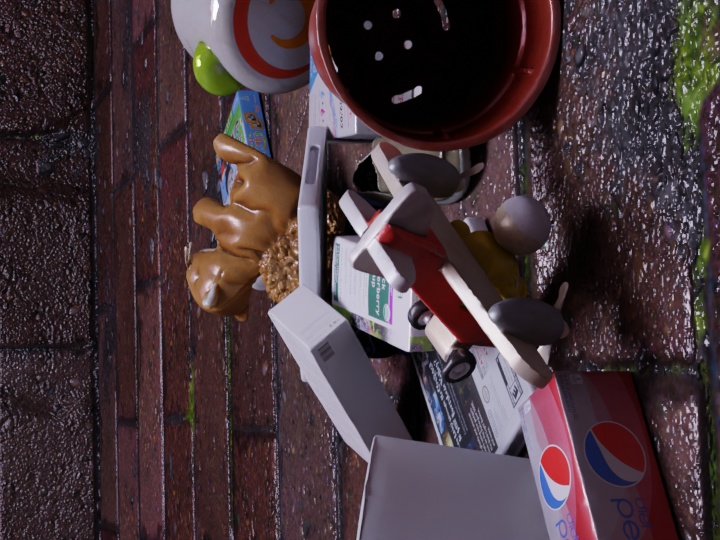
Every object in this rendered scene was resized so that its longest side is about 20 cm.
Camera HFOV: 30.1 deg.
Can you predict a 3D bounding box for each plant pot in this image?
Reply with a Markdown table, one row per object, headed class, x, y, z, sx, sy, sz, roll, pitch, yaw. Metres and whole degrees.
| class | x | y | z | sx | sy | sz | roll | pitch | yaw |
| --- | --- | --- | --- | --- | --- | --- | --- | --- | --- |
| plant pot | 0.043 | -0.206 | 1.140 | 0.195 | 0.198 | 0.203 | -150 | 61 | -76 |

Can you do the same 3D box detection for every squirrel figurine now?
| class | x | y | z | sx | sy | sz | roll | pitch | yaw |
| --- | --- | --- | --- | --- | --- | --- | --- | --- | --- |
| squirrel figurine | -0.110 | -0.023 | 1.540 | 0.188 | 0.199 | 0.141 | -62 | -22 | -3 |

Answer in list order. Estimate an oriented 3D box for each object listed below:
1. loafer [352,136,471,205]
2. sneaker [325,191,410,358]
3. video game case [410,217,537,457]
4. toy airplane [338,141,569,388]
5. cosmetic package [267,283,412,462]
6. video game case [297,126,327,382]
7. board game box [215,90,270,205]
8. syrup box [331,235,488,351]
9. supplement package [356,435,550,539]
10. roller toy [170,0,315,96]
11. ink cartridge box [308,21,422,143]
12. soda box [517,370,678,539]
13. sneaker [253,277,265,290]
| class | x | y | z | sx | sy | sz | roll | pitch | yaw |
| --- | --- | --- | --- | --- | --- | --- | --- | --- | --- |
| loafer | 0.047 | -0.096 | 1.277 | 0.200 | 0.069 | 0.076 | 153 | 115 | -68 |
| sneaker | 0.000 | 0.000 | 1.392 | 0.070 | 0.077 | 0.202 | 116 | 147 | -50 |
| video game case | 0.102 | 0.087 | 1.198 | 0.183 | 0.023 | 0.201 | 112 | 150 | -45 |
| toy airplane | 0.076 | -0.014 | 1.006 | 0.201 | 0.141 | 0.199 | 55 | -174 | -6 |
| cosmetic package | -0.014 | 0.110 | 1.307 | 0.082 | 0.051 | 0.201 | 34 | 159 | 47 |
| video game case | -0.048 | -0.019 | 1.378 | 0.183 | 0.023 | 0.202 | -88 | -1 | -60 |
| board game box | -0.161 | -0.128 | 1.889 | 0.152 | 0.036 | 0.202 | 118 | 145 | -51 |
| syrup box | 0.042 | 0.016 | 1.208 | 0.200 | 0.081 | 0.080 | -159 | 69 | -69 |
| supplement package | 0.062 | 0.268 | 1.046 | 0.192 | 0.145 | 0.202 | -77 | -6 | -70 |
| roller toy | -0.116 | -0.304 | 1.535 | 0.139 | 0.198 | 0.184 | 29 | 125 | 50 |
| ink cartridge box | 0.006 | -0.194 | 1.388 | 0.200 | 0.067 | 0.117 | -175 | 84 | -70 |
| soda box | 0.172 | 0.172 | 0.935 | 0.064 | 0.069 | 0.202 | 123 | 142 | -52 |
| sneaker | -0.106 | -0.027 | 1.695 | 0.201 | 0.074 | 0.088 | 118 | 141 | -53 |
